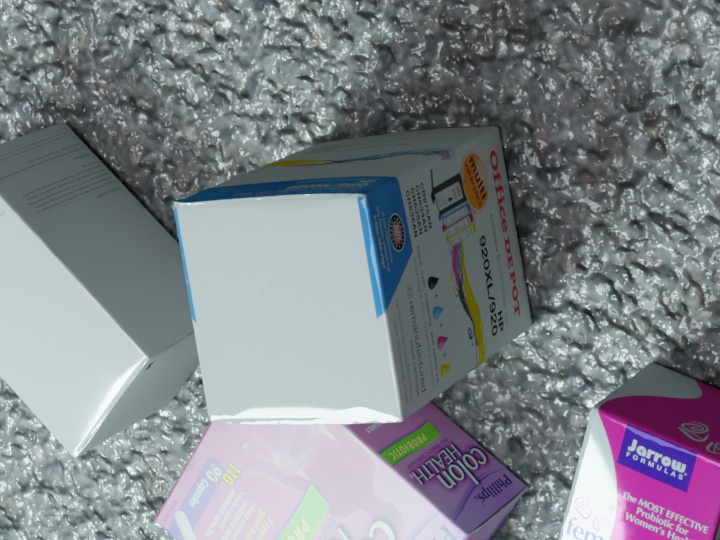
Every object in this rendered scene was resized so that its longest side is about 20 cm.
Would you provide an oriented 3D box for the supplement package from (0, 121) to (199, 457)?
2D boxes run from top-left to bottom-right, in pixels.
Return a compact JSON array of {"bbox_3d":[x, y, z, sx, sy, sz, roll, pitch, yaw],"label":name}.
[{"bbox_3d":[-0.213,0.012,1.567,0.200,0.121,0.120,46,123,11],"label":"supplement package"}]

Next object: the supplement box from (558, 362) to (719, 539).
[{"bbox_3d":[0.191,0.178,1.389,0.101,0.103,0.201,22,114,25],"label":"supplement box"}]

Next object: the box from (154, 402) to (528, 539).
[{"bbox_3d":[-0.017,0.165,1.512,0.200,0.097,0.176,40,121,14],"label":"box"}]

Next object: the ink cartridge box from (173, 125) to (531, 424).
[{"bbox_3d":[0.000,0.000,1.387,0.144,0.200,0.148,-3,104,29],"label":"ink cartridge box"}]
